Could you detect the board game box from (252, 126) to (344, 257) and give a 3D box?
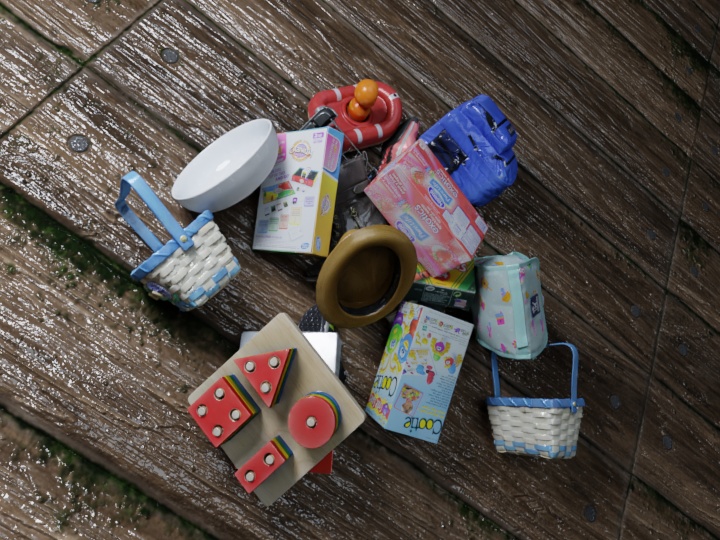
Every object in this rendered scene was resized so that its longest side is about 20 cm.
[{"bbox_3d":[-0.106,-0.129,0.923,0.040,0.151,0.204,10,87,-49],"label":"board game box"}]

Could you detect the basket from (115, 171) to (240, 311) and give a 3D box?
[{"bbox_3d":[-0.282,-0.041,0.816,0.139,0.176,0.201,-40,100,-25],"label":"basket"}]

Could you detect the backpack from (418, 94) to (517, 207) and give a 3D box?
[{"bbox_3d":[0.243,-0.245,1.154,0.201,0.167,0.162,53,41,-4],"label":"backpack"}]

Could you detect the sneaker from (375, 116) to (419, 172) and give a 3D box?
[{"bbox_3d":[0.087,-0.227,1.150,0.086,0.073,0.203,35,62,-26],"label":"sneaker"}]

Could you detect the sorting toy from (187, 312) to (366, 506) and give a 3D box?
[{"bbox_3d":[-0.129,0.201,0.796,0.198,0.070,0.201,-41,81,3],"label":"sorting toy"}]

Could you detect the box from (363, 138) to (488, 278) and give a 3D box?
[{"bbox_3d":[0.114,-0.103,0.946,0.201,0.094,0.103,49,46,-12],"label":"box"}]

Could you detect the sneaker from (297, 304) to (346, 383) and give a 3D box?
[{"bbox_3d":[-0.064,0.159,0.932,0.082,0.071,0.204,24,60,-43],"label":"sneaker"}]

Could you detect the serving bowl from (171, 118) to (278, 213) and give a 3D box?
[{"bbox_3d":[-0.212,-0.161,0.912,0.066,0.198,0.201,55,53,-33],"label":"serving bowl"}]

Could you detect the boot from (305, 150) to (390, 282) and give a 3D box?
[{"bbox_3d":[-0.044,-0.094,0.970,0.198,0.069,0.176,-32,107,-8],"label":"boot"}]

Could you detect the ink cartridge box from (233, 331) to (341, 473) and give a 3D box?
[{"bbox_3d":[-0.114,0.196,0.845,0.159,0.057,0.203,0,64,10],"label":"ink cartridge box"}]

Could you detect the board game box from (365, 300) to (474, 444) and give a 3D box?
[{"bbox_3d":[0.097,0.167,0.935,0.103,0.103,0.203,20,85,-18],"label":"board game box"}]

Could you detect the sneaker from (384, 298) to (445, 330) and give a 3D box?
[{"bbox_3d":[0.126,0.075,1.053,0.199,0.067,0.091,-32,103,-37],"label":"sneaker"}]

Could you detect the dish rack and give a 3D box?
[{"bbox_3d":[-0.053,-0.177,1.014,0.153,0.055,0.200,-40,98,13],"label":"dish rack"}]

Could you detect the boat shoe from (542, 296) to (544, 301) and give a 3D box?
[{"bbox_3d":[0.278,0.036,1.139,0.197,0.062,0.073,22,101,-3],"label":"boat shoe"}]

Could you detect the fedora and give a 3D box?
[{"bbox_3d":[0.000,0.000,0.918,0.197,0.203,0.082,-7,37,-28],"label":"fedora"}]

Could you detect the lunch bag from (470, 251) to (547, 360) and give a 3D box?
[{"bbox_3d":[0.269,0.060,1.007,0.119,0.200,0.174,-8,95,0],"label":"lunch bag"}]

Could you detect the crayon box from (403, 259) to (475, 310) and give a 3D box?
[{"bbox_3d":[0.148,-0.024,1.045,0.124,0.051,0.202,9,43,-1],"label":"crayon box"}]

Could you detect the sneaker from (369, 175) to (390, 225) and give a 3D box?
[{"bbox_3d":[0.029,-0.092,1.052,0.075,0.078,0.202,-24,83,-30],"label":"sneaker"}]

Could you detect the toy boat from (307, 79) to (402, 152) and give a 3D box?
[{"bbox_3d":[0.001,-0.323,1.093,0.198,0.131,0.132,-22,78,-31],"label":"toy boat"}]

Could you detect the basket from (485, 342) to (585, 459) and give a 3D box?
[{"bbox_3d":[0.317,0.236,1.023,0.137,0.175,0.204,5,82,-39],"label":"basket"}]
